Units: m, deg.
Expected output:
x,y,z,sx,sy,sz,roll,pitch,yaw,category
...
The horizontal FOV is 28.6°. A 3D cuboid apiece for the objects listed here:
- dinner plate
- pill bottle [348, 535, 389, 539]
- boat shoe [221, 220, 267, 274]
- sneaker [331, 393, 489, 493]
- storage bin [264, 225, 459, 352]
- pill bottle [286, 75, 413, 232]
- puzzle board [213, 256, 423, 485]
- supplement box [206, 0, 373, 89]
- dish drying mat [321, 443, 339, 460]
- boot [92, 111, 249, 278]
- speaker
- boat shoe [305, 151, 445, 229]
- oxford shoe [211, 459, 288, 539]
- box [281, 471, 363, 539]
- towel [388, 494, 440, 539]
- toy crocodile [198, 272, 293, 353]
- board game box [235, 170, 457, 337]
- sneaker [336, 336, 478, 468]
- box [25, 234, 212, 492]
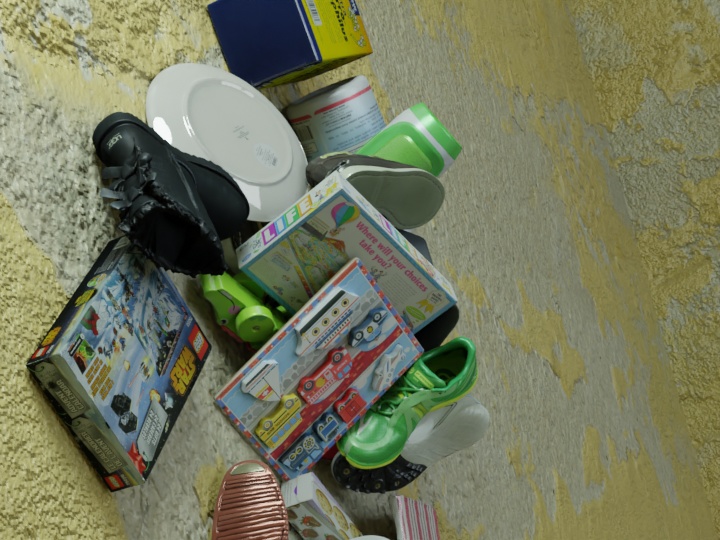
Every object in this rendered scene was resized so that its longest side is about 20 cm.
x,y,z,sx,sy,sz,roll,pitch,yaw,category
-0.130,-0.138,1.454,0.200,0.024,0.201,26,44,-28,dinner plate
0.018,0.374,1.407,0.201,0.112,0.112,68,22,-11,pill bottle
-0.102,-0.081,1.514,0.072,0.060,0.202,52,29,-39,boat shoe
0.050,0.190,1.570,0.199,0.072,0.072,-20,111,-27,sneaker
0.000,0.000,1.557,0.199,0.146,0.135,20,36,-22,storage bin
-0.006,-0.129,1.734,0.201,0.108,0.109,68,22,-12,pill bottle
-0.036,0.105,1.422,0.017,0.200,0.151,30,-19,50,puzzle board
-0.079,-0.286,1.679,0.110,0.108,0.200,70,22,-5,supplement box
-0.029,0.179,1.571,0.200,0.018,0.077,25,47,-60,dish drying mat
-0.158,-0.051,1.283,0.198,0.073,0.163,38,13,-41,boot
0.021,-0.102,1.642,0.088,0.200,0.088,47,7,-8,speaker
0.020,-0.093,1.546,0.060,0.072,0.201,34,14,33,boat shoe
-0.096,0.275,1.299,0.074,0.070,0.201,85,-1,-62,oxford shoe
-0.020,0.289,1.475,0.200,0.039,0.042,57,21,-34,box
0.065,0.338,1.614,0.200,0.030,0.147,45,35,-69,towel
-0.099,0.059,1.440,0.200,0.062,0.068,39,20,-45,toy crocodile
-0.012,0.006,1.441,0.200,0.134,0.034,44,17,-34,board game box
0.048,0.132,1.503,0.200,0.074,0.084,-38,153,-29,sneaker
-0.201,0.073,1.211,0.137,0.040,0.200,61,24,-22,box
